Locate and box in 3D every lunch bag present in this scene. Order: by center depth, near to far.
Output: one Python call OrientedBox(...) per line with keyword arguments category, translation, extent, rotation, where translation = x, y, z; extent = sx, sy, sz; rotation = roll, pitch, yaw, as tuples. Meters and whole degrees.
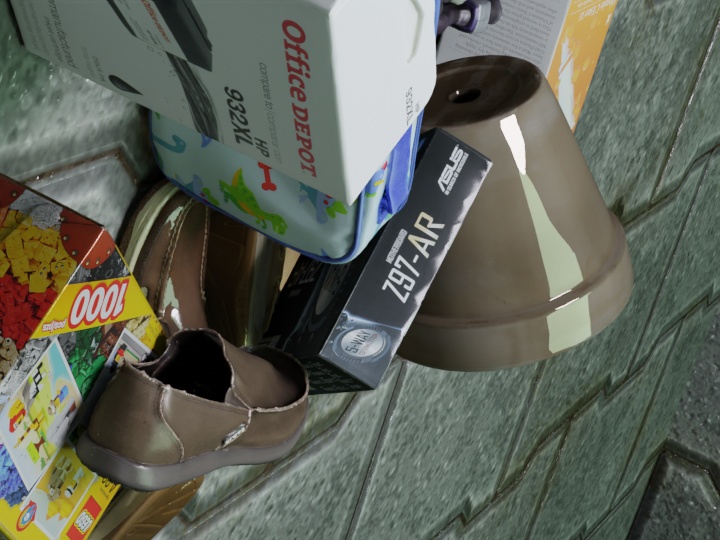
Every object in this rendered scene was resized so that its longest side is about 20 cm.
OrientedBox(category="lunch bag", translation=(-0.038, -0.109, 1.098), extent=(0.082, 0.160, 0.201), rotation=(-47, 154, -40))

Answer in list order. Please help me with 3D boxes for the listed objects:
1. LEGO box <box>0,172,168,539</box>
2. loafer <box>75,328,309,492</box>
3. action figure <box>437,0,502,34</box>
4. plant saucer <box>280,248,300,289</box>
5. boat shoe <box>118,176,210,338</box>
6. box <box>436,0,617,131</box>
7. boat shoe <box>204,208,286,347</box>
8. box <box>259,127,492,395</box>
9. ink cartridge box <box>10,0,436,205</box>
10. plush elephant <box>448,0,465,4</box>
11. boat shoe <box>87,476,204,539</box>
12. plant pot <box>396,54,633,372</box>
OrientedBox(category="LEGO box", translation=(-0.182, 0.064, 1.059), extent=(0.150, 0.077, 0.200), rotation=(-59, 160, -18))
OrientedBox(category="loafer", translation=(-0.081, 0.070, 1.101), extent=(0.200, 0.073, 0.072), rotation=(-21, 133, -64))
OrientedBox(category="action figure", translation=(0.044, -0.185, 1.373), extent=(0.200, 0.069, 0.131), rotation=(-28, 147, -54))
OrientedBox(category="plant saucer", translation=(-0.051, 0.016, 1.410), extent=(0.201, 0.035, 0.201), rotation=(-52, 157, -33))
OrientedBox(category="boat shoe", translation=(-0.115, 0.041, 1.211), extent=(0.075, 0.074, 0.204), rotation=(-34, 144, -56))
OrientedBox(category="box", translation=(0.126, -0.171, 1.551), extent=(0.124, 0.097, 0.202), rotation=(-33, 144, -57))
OrientedBox(category="boat shoe", translation=(-0.082, 0.015, 1.270), extent=(0.069, 0.073, 0.202), rotation=(-30, 142, -53))
OrientedBox(category="box", translation=(0.000, 0.000, 1.252), extent=(0.161, 0.043, 0.200), rotation=(-62, -167, -12))
OrientedBox(category="ink cartridge box", translation=(-0.071, -0.137, 0.913), extent=(0.084, 0.199, 0.146), rotation=(-54, 159, -26))
OrientedBox(category="plush elephant", translation=(0.101, -0.232, 1.223), extent=(0.201, 0.154, 0.165), rotation=(-56, 156, -27))
OrientedBox(category="boat shoe", translation=(-0.187, 0.164, 1.187), extent=(0.200, 0.072, 0.072), rotation=(-44, 161, 6))
OrientedBox(category="plant pot", translation=(0.089, -0.053, 1.413), extent=(0.200, 0.198, 0.175), rotation=(-46, 132, -43))
